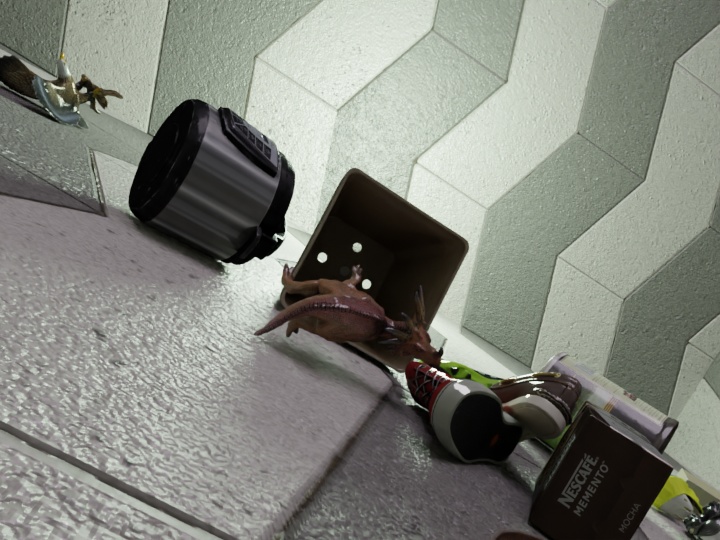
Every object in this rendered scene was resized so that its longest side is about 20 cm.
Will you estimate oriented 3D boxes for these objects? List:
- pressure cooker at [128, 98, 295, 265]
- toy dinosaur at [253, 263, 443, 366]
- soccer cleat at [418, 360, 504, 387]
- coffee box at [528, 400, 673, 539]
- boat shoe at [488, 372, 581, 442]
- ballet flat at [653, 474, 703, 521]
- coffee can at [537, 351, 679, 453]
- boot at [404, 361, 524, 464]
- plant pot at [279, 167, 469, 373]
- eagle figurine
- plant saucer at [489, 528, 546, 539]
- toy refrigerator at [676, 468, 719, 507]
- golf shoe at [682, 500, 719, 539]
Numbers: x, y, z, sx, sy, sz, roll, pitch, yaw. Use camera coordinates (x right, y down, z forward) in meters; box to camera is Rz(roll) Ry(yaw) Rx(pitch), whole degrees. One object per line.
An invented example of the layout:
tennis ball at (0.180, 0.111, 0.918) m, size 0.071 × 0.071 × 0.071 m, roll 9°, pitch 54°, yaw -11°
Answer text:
pressure cooker at (-0.182, -0.107, 0.852) m, size 0.199 × 0.178 × 0.178 m, roll 30°, pitch -21°, yaw -33°
toy dinosaur at (-0.005, 0.046, 0.655) m, size 0.198 × 0.087 × 0.135 m, roll 7°, pitch 8°, yaw -45°
soccer cleat at (0.163, 0.172, 0.911) m, size 0.199 × 0.068 × 0.081 m, roll 30°, pitch -9°, yaw -28°
coffee box at (0.234, 0.204, 0.640) m, size 0.079 × 0.114 × 0.200 m, roll 32°, pitch 3°, yaw 18°
boat shoe at (0.188, 0.160, 0.763) m, size 0.072 × 0.059 × 0.200 m, roll 47°, pitch -22°, yaw 0°
ballet flat at (0.559, 0.407, 1.125) m, size 0.199 × 0.067 × 0.067 m, roll 31°, pitch 24°, yaw -42°
coffee can at (0.370, 0.243, 1.013) m, size 0.199 × 0.148 × 0.146 m, roll 33°, pitch 4°, yaw 32°
boot at (0.084, 0.135, 0.685) m, size 0.144 × 0.073 × 0.200 m, roll 34°, pitch -4°, yaw 34°
plant pot at (0.000, 0.000, 0.914) m, size 0.198 × 0.202 × 0.177 m, roll 30°, pitch -7°, yaw -15°
eagle figurine at (-0.620, -0.366, 1.302) m, size 0.150 × 0.153 × 0.199 m, roll -14°, pitch 10°, yaw 35°
plant saucer at (0.145, 0.217, 0.334) m, size 0.199 × 0.035 × 0.200 m, roll 31°, pitch 3°, yaw -2°
toy refrigerator at (0.719, 0.492, 1.274) m, size 0.199 × 0.071 × 0.076 m, roll 32°, pitch 10°, yaw 15°
golf shoe at (0.570, 0.422, 1.009) m, size 0.199 × 0.078 × 0.095 m, roll 25°, pitch 25°, yaw -51°
